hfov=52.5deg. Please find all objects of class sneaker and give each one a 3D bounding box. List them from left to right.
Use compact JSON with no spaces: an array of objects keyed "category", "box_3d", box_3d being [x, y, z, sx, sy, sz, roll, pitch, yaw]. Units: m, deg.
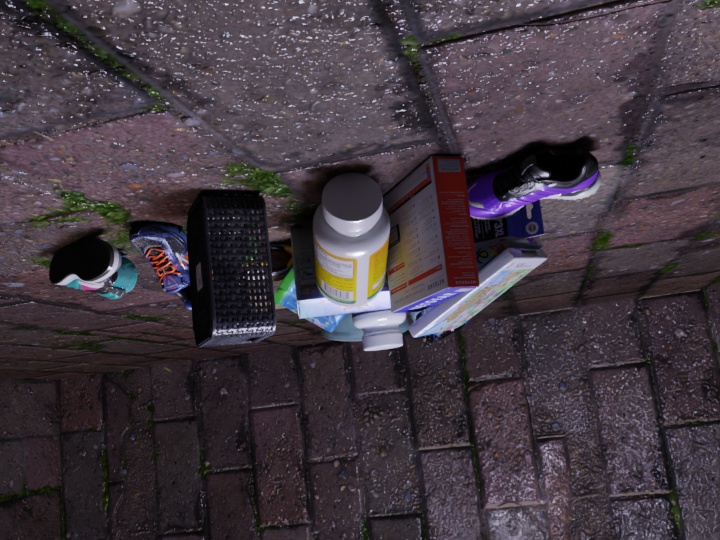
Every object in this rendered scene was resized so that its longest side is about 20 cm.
[{"category":"sneaker","box_3d":[-0.419,0.000,1.213,0.198,0.085,0.120,-6,167,43]},{"category":"sneaker","box_3d":[-0.301,-0.006,1.180,0.074,0.079,0.200,-15,143,21]},{"category":"sneaker","box_3d":[-0.206,-0.017,1.324,0.198,0.079,0.082,-12,169,-27]},{"category":"sneaker","box_3d":[0.229,-0.130,1.011,0.198,0.071,0.099,-14,161,15]}]

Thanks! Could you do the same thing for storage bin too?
[{"category":"storage bin","box_3d":[-0.191,0.002,1.055,0.093,0.203,0.135,-1,168,-24]}]

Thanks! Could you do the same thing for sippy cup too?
[{"category":"sippy cup","box_3d":[-0.076,0.041,1.369,0.140,0.130,0.178,-54,178,12]}]

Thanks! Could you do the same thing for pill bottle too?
[{"category":"pill bottle","box_3d":[-0.014,-0.044,1.058,0.111,0.114,0.201,-6,147,-5]},{"category":"pill bottle","box_3d":[0.033,0.056,1.469,0.109,0.203,0.111,-7,170,-1]}]

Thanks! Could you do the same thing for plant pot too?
[{"category":"plant pot","box_3d":[0.005,0.066,1.613,0.197,0.136,0.200,-5,-171,1]}]

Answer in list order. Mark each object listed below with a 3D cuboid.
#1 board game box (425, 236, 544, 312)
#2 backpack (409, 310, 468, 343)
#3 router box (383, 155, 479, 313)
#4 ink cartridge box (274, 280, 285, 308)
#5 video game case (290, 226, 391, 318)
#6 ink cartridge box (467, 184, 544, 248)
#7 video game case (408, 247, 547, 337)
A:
[{"category":"board game box","box_3d":[0.185,-0.022,1.213,0.104,0.104,0.200,4,140,-44]},{"category":"backpack","box_3d":[0.155,0.046,1.561,0.133,0.184,0.200,-25,163,5]},{"category":"router box","box_3d":[0.092,-0.044,1.047,0.048,0.182,0.200,-2,169,-20]},{"category":"ink cartridge box","box_3d":[-0.158,0.030,1.560,0.162,0.076,0.200,-6,169,-9]},{"category":"video game case","box_3d":[-0.012,-0.007,1.208,0.197,0.182,0.046,-6,131,-5]},{"category":"ink cartridge box","box_3d":[0.176,-0.083,1.119,0.198,0.096,0.037,-11,164,24]},{"category":"video game case","box_3d":[0.186,0.034,1.132,0.200,0.022,0.181,-41,162,23]}]
